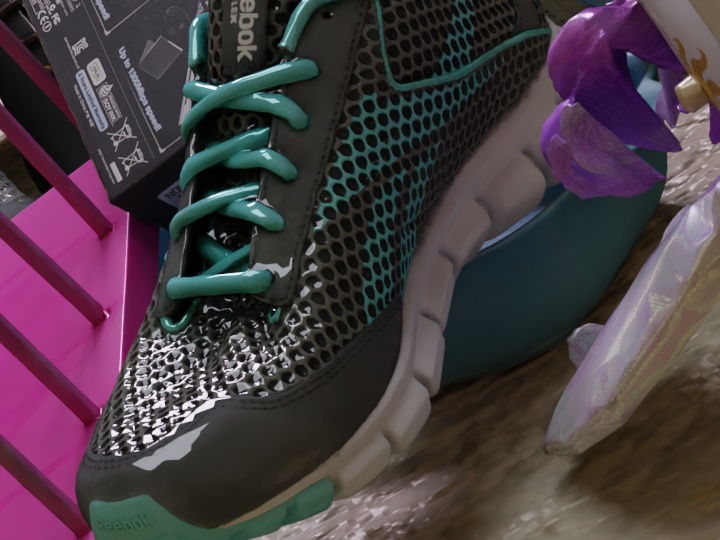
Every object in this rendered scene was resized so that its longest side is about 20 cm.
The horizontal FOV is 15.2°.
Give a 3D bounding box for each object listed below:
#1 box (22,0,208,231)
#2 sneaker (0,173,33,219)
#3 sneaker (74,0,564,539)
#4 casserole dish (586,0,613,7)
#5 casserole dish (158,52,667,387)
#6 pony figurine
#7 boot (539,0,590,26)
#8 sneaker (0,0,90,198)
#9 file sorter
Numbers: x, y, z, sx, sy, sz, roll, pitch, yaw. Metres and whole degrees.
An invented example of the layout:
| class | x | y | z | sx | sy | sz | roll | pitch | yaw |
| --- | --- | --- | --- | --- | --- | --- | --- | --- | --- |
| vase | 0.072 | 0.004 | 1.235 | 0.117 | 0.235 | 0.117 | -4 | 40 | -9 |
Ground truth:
| class | x | y | z | sx | sy | sz | roll | pitch | yaw |
| --- | --- | --- | --- | --- | --- | --- | --- | --- | --- |
| box | -0.033 | -0.134 | 0.732 | 0.157 | 0.201 | 0.050 | -36 | -28 | 18 |
| sneaker | -0.156 | -0.026 | 0.902 | 0.077 | 0.091 | 0.200 | -34 | 19 | -13 |
| sneaker | -0.016 | -0.021 | 0.595 | 0.077 | 0.091 | 0.200 | -10 | 32 | 35 |
| casserole dish | 0.137 | -0.118 | 0.695 | 0.199 | 0.039 | 0.122 | -4 | 68 | 26 |
| casserole dish | 0.000 | 0.000 | 0.713 | 0.199 | 0.039 | 0.121 | -17 | 22 | 34 |
| pony figurine | 0.082 | -0.042 | 0.519 | 0.166 | 0.200 | 0.193 | -35 | 2 | 1 |
| boot | 0.143 | -0.140 | 0.826 | 0.200 | 0.072 | 0.155 | -40 | 20 | -16 |
| sneaker | -0.084 | -0.064 | 0.895 | 0.075 | 0.107 | 0.200 | -35 | 20 | -21 |
| file sorter | -0.142 | 0.014 | 0.662 | 0.139 | 0.125 | 0.200 | -36 | 25 | 16 |
